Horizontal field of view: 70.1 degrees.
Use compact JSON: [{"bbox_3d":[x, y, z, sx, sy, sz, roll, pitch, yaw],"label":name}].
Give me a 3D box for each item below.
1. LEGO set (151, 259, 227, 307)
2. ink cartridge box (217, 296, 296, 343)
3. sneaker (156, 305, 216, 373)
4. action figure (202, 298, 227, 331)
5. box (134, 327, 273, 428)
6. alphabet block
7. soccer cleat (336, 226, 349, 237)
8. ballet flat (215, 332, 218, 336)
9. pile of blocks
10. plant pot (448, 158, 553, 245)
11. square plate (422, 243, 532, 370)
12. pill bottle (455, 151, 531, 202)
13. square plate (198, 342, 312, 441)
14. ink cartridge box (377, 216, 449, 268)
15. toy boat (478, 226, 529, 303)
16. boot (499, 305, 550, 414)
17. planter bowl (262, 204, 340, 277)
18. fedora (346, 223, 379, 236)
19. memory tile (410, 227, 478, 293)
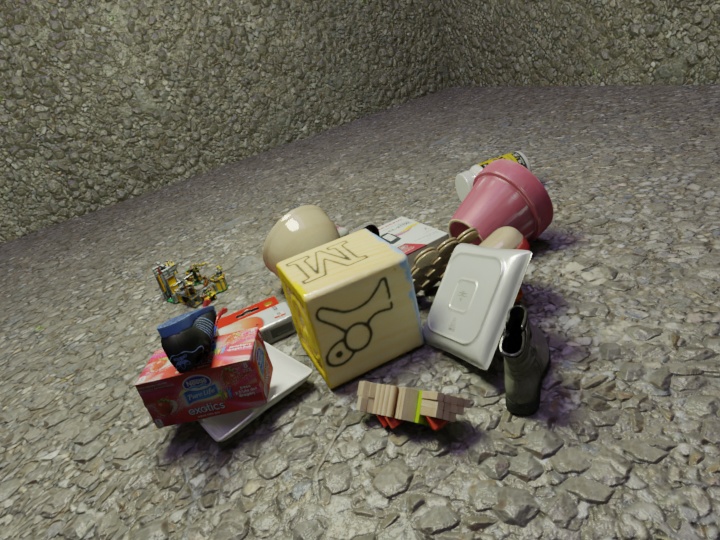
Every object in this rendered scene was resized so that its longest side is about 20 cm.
[{"bbox_3d":[-0.464,0.011,1.387,0.153,0.118,0.198,-32,31,-32],"label":"LEGO set"},{"bbox_3d":[-0.243,0.108,1.155,0.160,0.051,0.200,-23,30,-17],"label":"ink cartridge box"},{"bbox_3d":[-0.274,0.109,0.836,0.069,0.079,0.200,-17,4,1],"label":"sneaker"},{"bbox_3d":[-0.315,0.143,1.031,0.099,0.065,0.202,-37,32,45],"label":"action figure"},{"bbox_3d":[-0.257,0.179,0.866,0.196,0.097,0.100,-13,25,5],"label":"box"},{"bbox_3d":[-0.021,0.062,0.962,0.197,0.198,0.196,-21,24,-16],"label":"alphabet block"},{"bbox_3d":[-0.117,-0.053,1.403,0.197,0.071,0.087,-21,35,-1],"label":"soccer cleat"},{"bbox_3d":[-0.363,0.182,1.071,0.066,0.047,0.200,-1,29,26],"label":"ballet flat"},{"bbox_3d":[0.072,0.213,0.779,0.198,0.082,0.063,-3,69,44],"label":"pile of blocks"},{"bbox_3d":[0.305,-0.119,1.173,0.179,0.201,0.199,-41,32,-15],"label":"plant pot"},{"bbox_3d":[0.185,0.048,0.880,0.028,0.201,0.199,24,-4,-24],"label":"square plate"},{"bbox_3d":[0.383,-0.263,1.488,0.197,0.116,0.114,-20,26,-11],"label":"pill bottle"},{"bbox_3d":[-0.213,0.213,0.933,0.199,0.029,0.197,-32,30,-31],"label":"square plate"},{"bbox_3d":[0.104,-0.050,1.244,0.144,0.084,0.199,-26,28,-21],"label":"ink cartridge box"},{"bbox_3d":[0.265,0.009,1.000,0.130,0.131,0.200,-39,-8,-20],"label":"toy boat"},{"bbox_3d":[0.253,0.108,0.788,0.067,0.133,0.201,-2,28,23],"label":"boot"},{"bbox_3d":[-0.119,-0.035,1.243,0.198,0.202,0.135,-29,55,-28],"label":"planter bowl"},{"bbox_3d":[0.000,0.000,1.136,0.090,0.202,0.176,37,12,22],"label":"fedora"},{"bbox_3d":[0.158,-0.011,1.048,0.151,0.201,0.017,-25,68,-18],"label":"memory tile"}]
